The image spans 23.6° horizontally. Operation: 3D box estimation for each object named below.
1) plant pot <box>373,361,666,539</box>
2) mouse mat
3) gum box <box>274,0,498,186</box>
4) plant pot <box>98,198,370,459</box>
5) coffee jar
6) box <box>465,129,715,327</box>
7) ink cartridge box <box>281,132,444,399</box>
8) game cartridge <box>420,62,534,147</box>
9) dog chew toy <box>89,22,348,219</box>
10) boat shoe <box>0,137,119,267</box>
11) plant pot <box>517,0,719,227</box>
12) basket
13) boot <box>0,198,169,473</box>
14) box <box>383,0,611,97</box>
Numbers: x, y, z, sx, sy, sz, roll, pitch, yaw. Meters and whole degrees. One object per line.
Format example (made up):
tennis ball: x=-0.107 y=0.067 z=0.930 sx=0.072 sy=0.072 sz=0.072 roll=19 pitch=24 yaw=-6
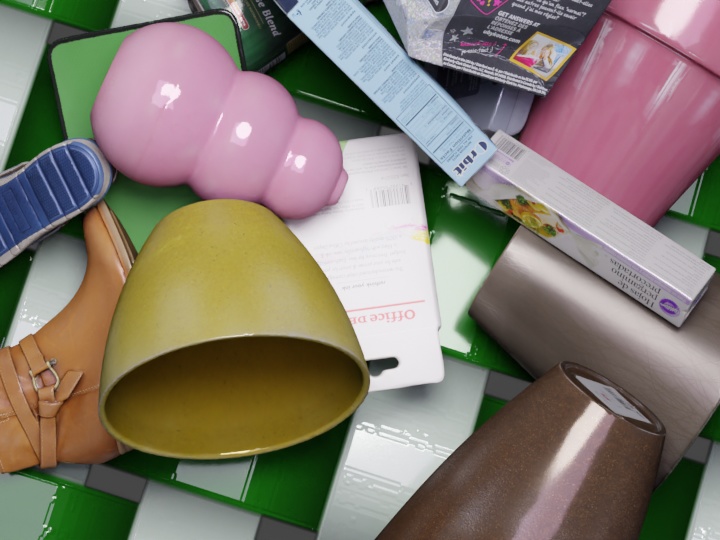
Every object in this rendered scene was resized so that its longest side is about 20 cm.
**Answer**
plant pot: x=0.134 y=0.175 z=1.273 sx=0.186 sy=0.187 sz=0.201 roll=32 pitch=102 yaw=3
mouse mat: x=-0.158 y=-0.098 z=1.378 sx=0.159 sy=0.008 sz=0.202 roll=-9 pitch=102 yaw=8
gum box: x=0.002 y=-0.169 z=1.300 sx=0.045 sy=0.170 sz=0.200 roll=-44 pitch=121 yaw=6
plant pot: x=-0.100 y=0.034 z=1.280 sx=0.198 sy=0.201 sz=0.143 roll=-7 pitch=60 yaw=-3
coffee jar: x=-0.041 y=-0.244 z=1.408 sx=0.199 sy=0.085 sz=0.105 roll=-31 pitch=87 yaw=-7
box: x=0.171 y=-0.033 z=1.298 sx=0.199 sy=0.039 sz=0.041 roll=34 pitch=57 yaw=14
ink cartridge box: x=0.000 y=0.000 z=1.383 sx=0.116 sy=0.067 sz=0.202 roll=-7 pitch=81 yaw=-2
game cartridge: x=0.103 y=-0.200 z=1.386 sx=0.041 sy=0.133 sz=0.202 roll=13 pitch=81 yaw=-26
dog chew toy: x=-0.102 y=-0.104 z=1.311 sx=0.198 sy=0.124 sz=0.126 roll=25 pitch=81 yaw=-8
boat shoe: x=-0.271 y=-0.047 z=1.371 sx=0.198 sy=0.072 sz=0.073 roll=-20 pitch=94 yaw=21
plant pot: x=0.219 y=-0.140 z=1.362 sx=0.199 sy=0.200 sz=0.180 roll=31 pitch=97 yaw=2
basket: x=0.197 y=0.042 z=1.356 sx=0.199 sy=0.136 sz=0.181 roll=35 pitch=93 yaw=7
boot: x=-0.236 y=0.056 z=1.364 sx=0.154 sy=0.077 sz=0.202 roll=-14 pitch=97 yaw=1
box: x=0.083 y=-0.245 z=1.273 sx=0.131 sy=0.115 sz=0.201 roll=13 pitch=37 yaw=-31
